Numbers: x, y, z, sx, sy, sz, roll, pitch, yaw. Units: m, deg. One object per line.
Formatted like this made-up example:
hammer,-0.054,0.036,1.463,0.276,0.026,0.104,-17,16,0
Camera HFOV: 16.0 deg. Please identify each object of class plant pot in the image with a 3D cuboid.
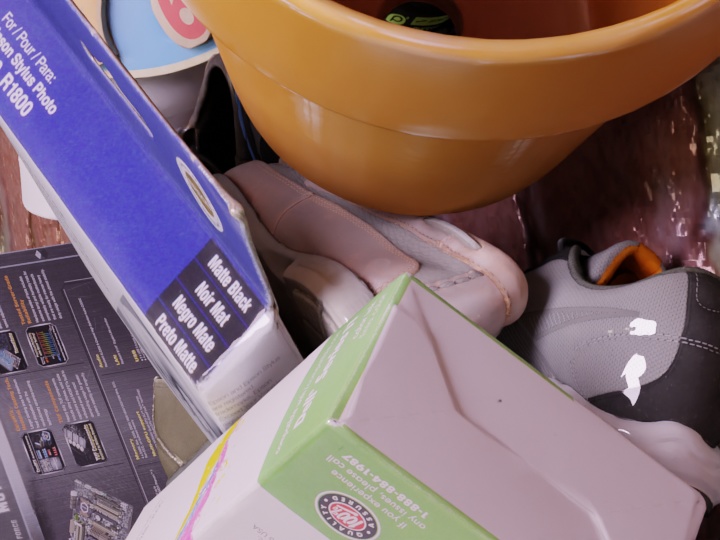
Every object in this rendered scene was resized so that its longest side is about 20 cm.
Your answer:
plant pot,0.026,-0.109,0.750,0.183,0.199,0.201,101,151,-67

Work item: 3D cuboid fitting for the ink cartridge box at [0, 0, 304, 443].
ink cartridge box,-0.069,-0.006,0.864,0.200,0.041,0.200,50,171,40

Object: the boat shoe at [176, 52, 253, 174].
boat shoe,-0.054,-0.033,1.047,0.075,0.073,0.200,63,149,33

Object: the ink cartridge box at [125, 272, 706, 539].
ink cartridge box,-0.006,0.100,0.770,0.200,0.117,0.067,-42,15,44

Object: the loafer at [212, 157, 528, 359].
loafer,0.000,0.000,0.864,0.072,0.063,0.200,66,171,-20

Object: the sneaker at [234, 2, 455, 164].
sneaker,0.002,-0.096,0.913,0.083,0.070,0.200,-125,38,-52

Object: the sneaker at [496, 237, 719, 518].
sneaker,0.067,0.027,0.842,0.200,0.074,0.080,12,85,66

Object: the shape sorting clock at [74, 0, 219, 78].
shape sorting clock,-0.101,-0.172,0.992,0.039,0.199,0.201,-50,-41,-70

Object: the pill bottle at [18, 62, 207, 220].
pill bottle,-0.109,-0.127,1.086,0.111,0.111,0.201,26,122,59

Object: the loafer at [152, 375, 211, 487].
loafer,-0.036,0.034,1.008,0.200,0.075,0.070,-41,71,50

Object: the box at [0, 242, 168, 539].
box,-0.130,0.082,1.148,0.201,0.158,0.048,64,150,29
